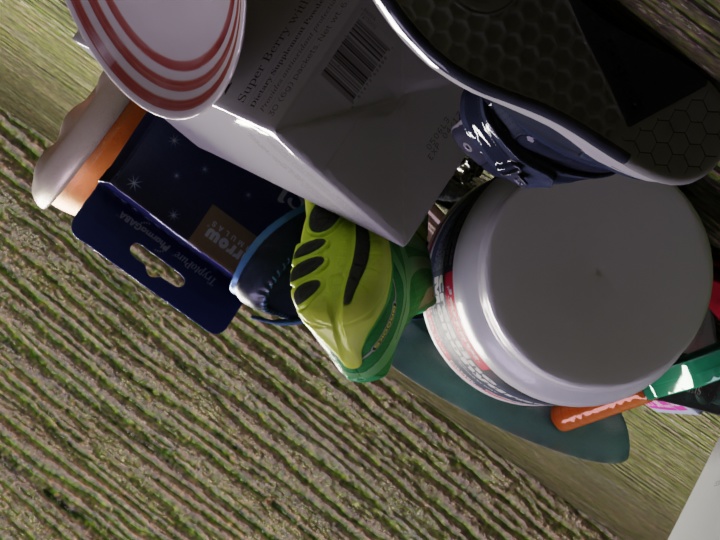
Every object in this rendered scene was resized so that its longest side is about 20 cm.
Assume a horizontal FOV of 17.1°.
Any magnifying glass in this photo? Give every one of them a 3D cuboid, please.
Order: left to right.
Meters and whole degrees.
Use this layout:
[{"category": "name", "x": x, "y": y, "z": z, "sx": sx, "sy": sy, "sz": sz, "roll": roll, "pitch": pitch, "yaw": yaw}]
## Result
[{"category": "magnifying glass", "x": 0.185, "y": 0.060, "z": 1.394, "sx": 0.200, "sy": 0.079, "sz": 0.022, "roll": -28, "pitch": 85, "yaw": 48}]

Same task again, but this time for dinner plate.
[{"category": "dinner plate", "x": -0.106, "y": -0.175, "z": 1.201, "sx": 0.200, "sy": 0.024, "sz": 0.201, "roll": 36, "pitch": 135, "yaw": 45}]

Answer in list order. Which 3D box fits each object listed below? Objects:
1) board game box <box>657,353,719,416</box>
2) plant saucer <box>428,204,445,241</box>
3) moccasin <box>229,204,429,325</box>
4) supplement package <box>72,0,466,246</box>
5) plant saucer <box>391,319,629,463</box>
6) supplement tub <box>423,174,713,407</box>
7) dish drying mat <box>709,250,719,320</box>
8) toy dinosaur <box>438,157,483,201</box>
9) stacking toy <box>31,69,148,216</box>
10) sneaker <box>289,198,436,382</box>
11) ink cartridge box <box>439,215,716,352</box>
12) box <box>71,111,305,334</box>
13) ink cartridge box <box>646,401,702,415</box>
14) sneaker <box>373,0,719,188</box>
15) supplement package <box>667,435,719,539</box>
[{"category": "board game box", "x": 0.194, "y": 0.067, "z": 1.567, "sx": 0.199, "sy": 0.028, "sz": 0.135, "roll": 15, "pitch": -176, "yaw": -41}, {"category": "plant saucer", "x": 0.027, "y": -0.043, "z": 1.754, "sx": 0.200, "sy": 0.029, "sz": 0.200, "roll": 45, "pitch": 175, "yaw": 5}, {"category": "moccasin", "x": 0.000, "y": 0.000, "z": 1.416, "sx": 0.068, "sy": 0.081, "sz": 0.200, "roll": 42, "pitch": -155, "yaw": 20}, {"category": "supplement package", "x": -0.037, "y": -0.117, "z": 1.282, "sx": 0.200, "sy": 0.122, "sz": 0.120, "roll": 26, "pitch": 170, "yaw": 48}, {"category": "plant saucer", "x": 0.089, "y": 0.064, "z": 1.546, "sx": 0.199, "sy": 0.028, "sz": 0.200, "roll": 24, "pitch": -169, "yaw": -5}, {"category": "supplement tub", "x": 0.113, "y": 0.006, "z": 1.341, "sx": 0.140, "sy": 0.141, "sz": 0.200, "roll": 35, "pitch": 174, "yaw": -3}, {"category": "dish drying mat", "x": 0.249, "y": 0.039, "z": 1.450, "sx": 0.077, "sy": 0.018, "sz": 0.200, "roll": 26, "pitch": 170, "yaw": 48}, {"category": "toy dinosaur", "x": 0.046, "y": -0.068, "z": 1.571, "sx": 0.088, "sy": 0.048, "sz": 0.200, "roll": 24, "pitch": -179, "yaw": 27}, {"category": "stacking toy", "x": -0.091, "y": -0.052, "z": 1.492, "sx": 0.200, "sy": 0.146, "sz": 0.146, "roll": 36, "pitch": 173, "yaw": -10}, {"category": "sneaker", "x": 0.005, "y": -0.016, "z": 1.333, "sx": 0.074, "sy": 0.200, "sz": 0.084, "roll": -2, "pitch": 129, "yaw": 19}, {"category": "ink cartridge box", "x": 0.155, "y": 0.015, "z": 1.559, "sx": 0.162, "sy": 0.057, "sz": 0.200, "roll": 16, "pitch": -174, "yaw": 26}, {"category": "box", "x": -0.070, "y": -0.072, "z": 1.422, "sx": 0.121, "sy": 0.201, "sz": 0.032, "roll": 36, "pitch": 172, "yaw": -21}, {"category": "ink cartridge box", "x": 0.166, "y": 0.038, "z": 1.775, "sx": 0.200, "sy": 0.042, "sz": 0.119, "roll": 37, "pitch": 173, "yaw": -5}, {"category": "sneaker", "x": 0.056, "y": -0.104, "z": 1.110, "sx": 0.202, "sy": 0.077, "sz": 0.146, "roll": 36, "pitch": 171, "yaw": -20}, {"category": "supplement package", "x": 0.302, "y": 0.155, "z": 1.376, "sx": 0.199, "sy": 0.148, "sz": 0.191, "roll": 29, "pitch": 172, "yaw": 1}]
